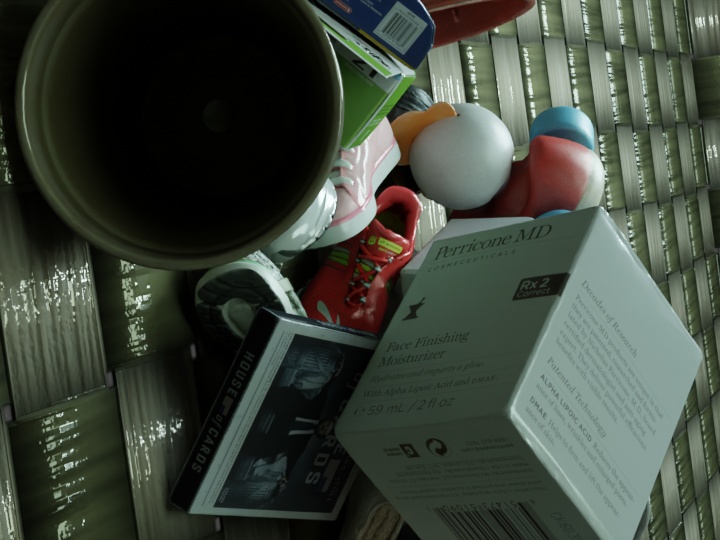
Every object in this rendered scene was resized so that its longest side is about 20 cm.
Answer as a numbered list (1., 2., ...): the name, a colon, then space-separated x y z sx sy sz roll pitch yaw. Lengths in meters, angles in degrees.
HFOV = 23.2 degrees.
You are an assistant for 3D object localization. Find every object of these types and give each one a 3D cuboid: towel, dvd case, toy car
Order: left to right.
1. dvd case: -0.044 0.109 1.267 0.200 0.025 0.151 16 101 -58
2. towel: 0.014 0.171 1.397 0.200 0.034 0.133 111 -9 -55
3. toy car: 0.100 -0.079 1.592 0.199 0.177 0.185 30 40 -19

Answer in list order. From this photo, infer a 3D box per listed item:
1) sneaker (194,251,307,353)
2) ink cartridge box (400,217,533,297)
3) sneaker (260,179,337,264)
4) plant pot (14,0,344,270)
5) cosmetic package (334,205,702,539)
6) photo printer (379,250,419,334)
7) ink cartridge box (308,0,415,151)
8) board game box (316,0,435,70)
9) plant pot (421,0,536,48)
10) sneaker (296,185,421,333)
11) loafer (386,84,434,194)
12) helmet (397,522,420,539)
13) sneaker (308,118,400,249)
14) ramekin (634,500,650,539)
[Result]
1. sneaker: -0.064 0.037 1.321 0.201 0.076 0.089 65 15 -47
2. ink cartridge box: 0.101 0.071 1.486 0.148 0.085 0.201 -44 131 -62
3. sneaker: -0.066 -0.094 1.368 0.087 0.074 0.201 44 36 -42
4. plant pot: -0.104 -0.103 1.125 0.174 0.198 0.202 -36 118 -86
5. cosmetic package: 0.119 0.089 1.275 0.165 0.164 0.201 51 48 -28
6. photo printer: 0.044 0.083 1.575 0.166 0.069 0.202 -17 99 -68
7. ink cartridge box: -0.046 -0.157 1.249 0.148 0.076 0.200 39 10 1
8. board game box: -0.046 -0.254 1.271 0.199 0.062 0.200 32 14 -34
9. plant pot: 0.031 -0.298 1.512 0.201 0.199 0.197 -10 85 -69
10. sneaker: 0.000 0.000 1.427 0.085 0.077 0.201 -56 -171 43
11. loafer: 0.052 -0.104 1.676 0.200 0.072 0.073 46 63 -52
12. helmet: 0.123 0.265 1.562 0.199 0.190 0.202 6 82 -46
13. sneaker: -0.026 -0.099 1.449 0.200 0.075 0.105 -62 135 -57
14. ramekin: 0.186 0.204 1.743 0.105 0.199 0.201 -85 158 -50
